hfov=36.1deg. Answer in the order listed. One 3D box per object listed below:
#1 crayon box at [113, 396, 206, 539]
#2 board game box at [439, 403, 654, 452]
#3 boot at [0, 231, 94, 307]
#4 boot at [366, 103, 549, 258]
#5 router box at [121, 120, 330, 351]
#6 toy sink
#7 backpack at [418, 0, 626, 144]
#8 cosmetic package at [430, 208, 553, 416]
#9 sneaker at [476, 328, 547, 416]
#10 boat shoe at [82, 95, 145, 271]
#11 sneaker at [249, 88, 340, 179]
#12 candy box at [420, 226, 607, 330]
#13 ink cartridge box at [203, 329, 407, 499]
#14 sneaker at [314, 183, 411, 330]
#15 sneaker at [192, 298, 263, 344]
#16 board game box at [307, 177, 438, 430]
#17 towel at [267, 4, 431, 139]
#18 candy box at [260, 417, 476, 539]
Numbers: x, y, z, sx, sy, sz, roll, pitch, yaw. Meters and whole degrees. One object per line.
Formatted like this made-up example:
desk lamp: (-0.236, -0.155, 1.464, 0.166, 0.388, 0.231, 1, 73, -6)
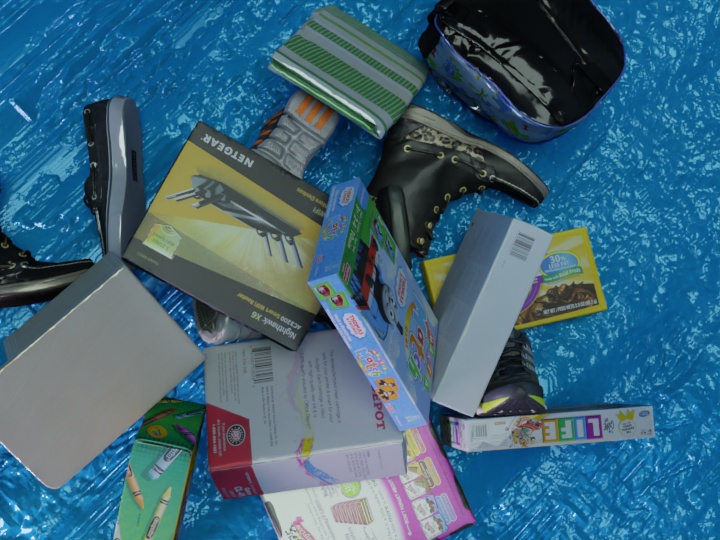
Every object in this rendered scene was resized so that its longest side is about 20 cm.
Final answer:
crayon box: (-0.207, 0.241, 1.106, 0.058, 0.119, 0.200, 13, 104, -4)
board game box: (0.197, 0.168, 1.194, 0.200, 0.134, 0.034, -3, 85, -7)
boot: (-0.389, -0.037, 1.181, 0.200, 0.073, 0.151, -8, 81, -5)
boot: (0.099, -0.083, 1.255, 0.200, 0.073, 0.151, 29, 82, -8)
router box: (-0.117, -0.033, 1.119, 0.200, 0.052, 0.157, 29, 82, -10)
toy sink: (-0.280, 0.097, 1.116, 0.200, 0.112, 0.130, -43, 111, -10)
backpack: (0.188, -0.246, 1.253, 0.200, 0.147, 0.183, 45, 77, 2)
cosmetic package: (0.121, 0.038, 1.162, 0.052, 0.151, 0.200, 23, 94, -12)
sneaker: (0.152, 0.105, 1.162, 0.074, 0.200, 0.081, -4, 94, 1)
boat shoe: (-0.275, -0.093, 1.218, 0.057, 0.069, 0.200, -4, 79, 11)
sneaker: (-0.098, -0.110, 1.213, 0.078, 0.112, 0.200, 42, 75, -9)
candy box: (0.176, 0.018, 1.271, 0.200, 0.026, 0.102, -12, 81, -9)
ink cartridge box: (-0.057, 0.147, 1.154, 0.200, 0.086, 0.148, -6, 55, 0)
sneaker: (0.000, 0.000, 1.193, 0.114, 0.076, 0.200, 3, 122, -1)
sneaker: (-0.139, -0.009, 1.221, 0.099, 0.078, 0.200, 9, 63, -39)
board game box: (0.018, 0.033, 1.076, 0.037, 0.151, 0.200, -16, 125, 20)
towel: (-0.009, -0.225, 1.224, 0.152, 0.200, 0.023, 32, 123, -2)
candy box: (0.005, 0.252, 1.194, 0.200, 0.061, 0.137, -23, 84, -11)
